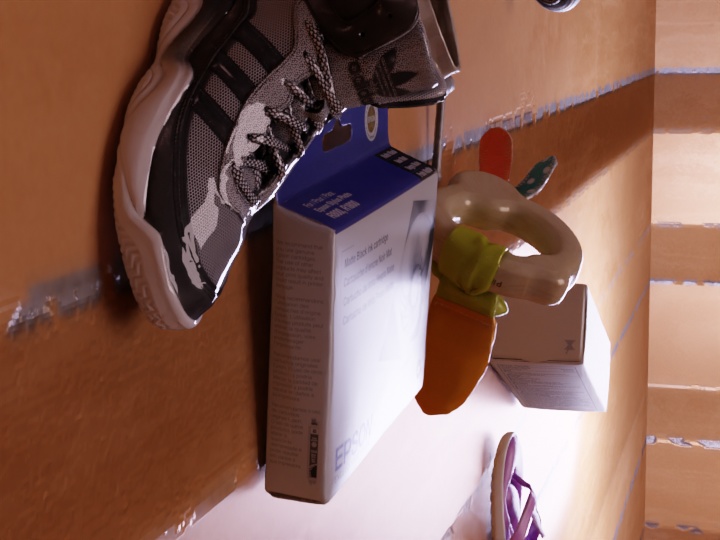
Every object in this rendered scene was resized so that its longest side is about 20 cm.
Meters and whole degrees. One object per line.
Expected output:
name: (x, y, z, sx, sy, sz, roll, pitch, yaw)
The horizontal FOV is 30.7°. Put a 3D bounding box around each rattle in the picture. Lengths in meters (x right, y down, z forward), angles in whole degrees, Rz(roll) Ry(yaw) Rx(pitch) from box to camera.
rattle: (0.094, -0.004, 0.987, 0.200, 0.129, 0.144, -94, -178, -62)

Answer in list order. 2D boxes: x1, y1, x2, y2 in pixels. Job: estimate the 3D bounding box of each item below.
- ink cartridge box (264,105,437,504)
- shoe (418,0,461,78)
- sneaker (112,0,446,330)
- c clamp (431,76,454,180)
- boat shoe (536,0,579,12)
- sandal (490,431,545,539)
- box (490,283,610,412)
ink cartridge box: (0.000, 0.000, 0.737, 0.200, 0.040, 0.202, -39, 132, -67)
shoe: (0.026, -0.204, 0.759, 0.070, 0.053, 0.202, -5, 91, -61)
sneaker: (-0.027, -0.068, 0.541, 0.076, 0.113, 0.201, 62, 34, -57)
c clamp: (0.038, -0.149, 0.881, 0.200, 0.027, 0.172, -8, 100, -73)
boat shoe: (0.155, -0.321, 1.189, 0.071, 0.072, 0.201, -55, 134, -45)
sandal: (0.156, 0.257, 1.268, 0.082, 0.049, 0.204, -14, 105, -72)
box: (0.188, 0.078, 1.281, 0.200, 0.094, 0.078, 51, 43, -66)
